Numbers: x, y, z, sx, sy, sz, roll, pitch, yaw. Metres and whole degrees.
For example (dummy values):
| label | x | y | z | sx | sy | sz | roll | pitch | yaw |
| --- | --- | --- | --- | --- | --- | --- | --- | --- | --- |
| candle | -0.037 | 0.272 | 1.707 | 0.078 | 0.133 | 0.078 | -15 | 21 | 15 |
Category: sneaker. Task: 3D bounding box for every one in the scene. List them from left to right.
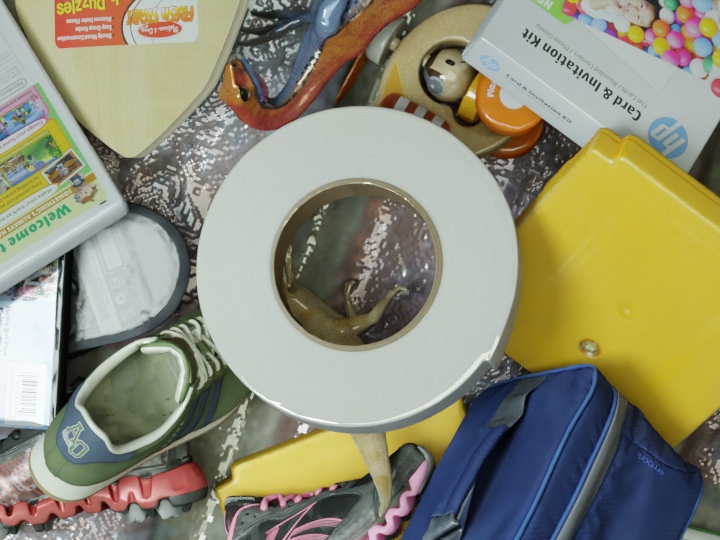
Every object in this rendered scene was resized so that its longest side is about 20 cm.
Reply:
| label | x | y | z | sx | sy | sz | roll | pitch | yaw |
| --- | --- | --- | --- | --- | --- | --- | --- | --- | --- |
| sneaker | -0.201 | 0.121 | 1.765 | 0.199 | 0.071 | 0.098 | -9 | 90 | 2 |
| sneaker | -0.115 | 0.068 | 1.704 | 0.200 | 0.090 | 0.067 | -36 | 82 | -32 |
| sneaker | -0.042 | 0.169 | 1.752 | 0.200 | 0.079 | 0.095 | -42 | 80 | 0 |

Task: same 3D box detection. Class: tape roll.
| label | x | y | z | sx | sy | sz | roll | pitch | yaw |
| --- | --- | --- | --- | --- | --- | --- | --- | --- | --- |
| tape roll | 0.000 | 0.000 | 1.678 | 0.202 | 0.037 | 0.204 | -2 | 78 | 8 |

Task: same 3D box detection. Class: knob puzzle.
| label | x | y | z | sx | sy | sz | roll | pitch | yaw |
| --- | --- | --- | --- | --- | --- | --- | --- | --- | --- |
| knob puzzle | -0.137 | -0.171 | 1.709 | 0.219 | 0.030 | 0.221 | 2 | 93 | 39 |

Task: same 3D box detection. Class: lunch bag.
| label | x | y | z | sx | sy | sz | roll | pitch | yaw |
| --- | --- | --- | --- | --- | --- | --- | --- | --- | --- |
| lunch bag | 0.104 | 0.162 | 1.703 | 0.132 | 0.136 | 0.200 | 43 | 55 | -20 |

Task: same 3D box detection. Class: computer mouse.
| label | x | y | z | sx | sy | sz | roll | pitch | yaw |
| --- | --- | --- | --- | --- | --- | --- | --- | --- | --- |
| computer mouse | -0.202 | 0.010 | 1.765 | 0.199 | 0.053 | 0.139 | -15 | 90 | 8 |

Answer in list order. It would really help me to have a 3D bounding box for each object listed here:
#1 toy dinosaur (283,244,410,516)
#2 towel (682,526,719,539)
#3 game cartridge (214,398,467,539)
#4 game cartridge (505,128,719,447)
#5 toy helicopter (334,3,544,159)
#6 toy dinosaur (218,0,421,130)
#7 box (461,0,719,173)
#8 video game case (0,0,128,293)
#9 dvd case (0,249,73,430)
| label | x | y | z | sx | sy | sz | roll | pitch | yaw |
| --- | --- | --- | --- | --- | --- | --- | --- | --- | --- |
| toy dinosaur | 0.002 | 0.071 | 1.752 | 0.101 | 0.058 | 0.201 | -17 | 65 | -22 |
| towel | 0.227 | 0.273 | 1.818 | 0.152 | 0.023 | 0.201 | 14 | 97 | -3 |
| game cartridge | 0.016 | 0.194 | 1.801 | 0.175 | 0.032 | 0.201 | -20 | 94 | 0 |
| game cartridge | 0.172 | 0.016 | 1.714 | 0.176 | 0.032 | 0.200 | 36 | 136 | -5 |
| toy helicopter | 0.017 | -0.104 | 1.742 | 0.199 | 0.079 | 0.133 | -31 | 81 | -5 |
| toy dinosaur | -0.007 | -0.167 | 1.682 | 0.199 | 0.105 | 0.182 | 11 | 78 | 29 |
| box | 0.178 | -0.168 | 1.719 | 0.156 | 0.041 | 0.200 | 36 | 67 | -5 |
| video game case | -0.272 | -0.056 | 1.720 | 0.199 | 0.022 | 0.182 | -32 | 67 | -3 |
| dvd case | -0.280 | 0.024 | 1.738 | 0.199 | 0.018 | 0.144 | 3 | 90 | 12 |
